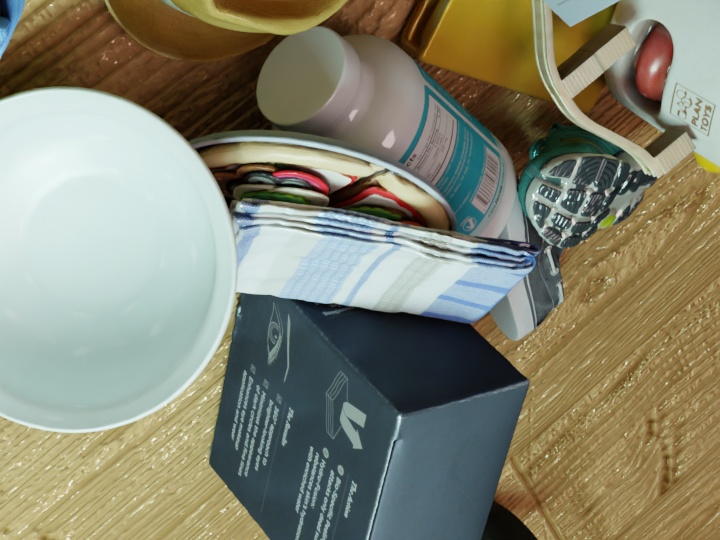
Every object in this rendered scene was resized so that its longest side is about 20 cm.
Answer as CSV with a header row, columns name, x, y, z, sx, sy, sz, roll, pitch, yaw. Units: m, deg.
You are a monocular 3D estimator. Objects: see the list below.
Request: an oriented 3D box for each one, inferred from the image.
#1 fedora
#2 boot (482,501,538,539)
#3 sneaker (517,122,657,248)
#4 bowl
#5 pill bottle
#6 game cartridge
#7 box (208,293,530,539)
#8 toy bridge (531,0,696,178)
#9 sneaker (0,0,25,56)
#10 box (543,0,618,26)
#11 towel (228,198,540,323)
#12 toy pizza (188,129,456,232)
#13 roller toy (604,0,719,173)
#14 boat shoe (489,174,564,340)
name,x,y,z,sx,sy,sz,roll,pitch,yaw
fedora,-0.056,-0.196,0.949,0.200,0.082,0.202,-22,134,-25
boot,0.056,0.291,1.463,0.199,0.069,0.175,10,118,-36
sneaker,0.156,-0.069,1.198,0.078,0.079,0.200,-60,160,19
bowl,-0.167,-0.011,0.970,0.199,0.090,0.203,0,100,3
pill bottle,0.015,-0.085,1.080,0.111,0.111,0.200,-49,139,4
game cartridge,0.138,-0.211,1.146,0.199,0.032,0.177,9,116,-47
box,-0.001,0.111,1.156,0.117,0.200,0.198,-11,130,-34
toy bridge,0.158,-0.144,1.113,0.067,0.027,0.200,-39,113,-9
sneaker,-0.225,-0.112,0.850,0.075,0.105,0.201,19,104,-14
box,0.209,-0.259,1.026,0.041,0.156,0.201,40,63,-16
towel,0.000,0.000,1.031,0.198,0.024,0.147,9,160,-13
toy pizza,-0.038,-0.033,1.035,0.200,0.199,0.032,36,57,-49
roller toy,0.279,-0.172,1.179,0.201,0.139,0.182,-60,154,14
boat shoe,0.126,-0.025,1.253,0.068,0.072,0.201,-32,140,-12
